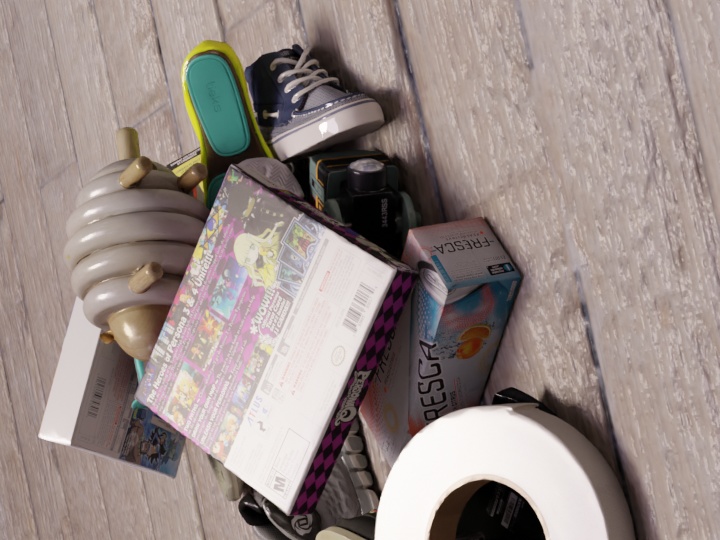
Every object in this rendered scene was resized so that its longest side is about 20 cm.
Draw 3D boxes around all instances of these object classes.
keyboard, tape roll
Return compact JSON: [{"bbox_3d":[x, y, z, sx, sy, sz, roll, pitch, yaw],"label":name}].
[{"bbox_3d":[0.109,0.159,1.482,0.104,0.040,0.201,36,135,24],"label":"keyboard"},{"bbox_3d":[0.097,0.193,1.395,0.202,0.037,0.205,-1,89,39],"label":"tape roll"}]

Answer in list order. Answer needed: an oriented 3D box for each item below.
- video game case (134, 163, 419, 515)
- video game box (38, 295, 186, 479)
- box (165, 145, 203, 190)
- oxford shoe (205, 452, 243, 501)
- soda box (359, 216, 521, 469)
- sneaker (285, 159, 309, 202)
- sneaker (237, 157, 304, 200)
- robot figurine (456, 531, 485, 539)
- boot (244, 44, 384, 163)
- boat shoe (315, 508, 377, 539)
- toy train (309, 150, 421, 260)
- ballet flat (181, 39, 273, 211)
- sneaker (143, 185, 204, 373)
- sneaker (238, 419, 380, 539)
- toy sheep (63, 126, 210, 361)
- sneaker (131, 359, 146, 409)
[{"bbox_3d":[-0.066,0.049,1.494,0.181,0.036,0.201,31,104,35],"label":"video game case"},{"bbox_3d":[-0.207,0.078,1.870,0.047,0.182,0.202,9,79,31],"label":"video game box"},{"bbox_3d":[-0.116,-0.019,1.780,0.075,0.050,0.201,51,-166,-44],"label":"box"},{"bbox_3d":[-0.122,0.157,1.940,0.075,0.057,0.201,57,162,33],"label":"oxford shoe"},{"bbox_3d":[0.056,0.057,1.502,0.069,0.063,0.201,59,149,37],"label":"soda box"},{"bbox_3d":[-0.074,-0.039,1.733,0.077,0.075,0.201,101,155,-58],"label":"sneaker"},{"bbox_3d":[-0.076,0.018,1.607,0.112,0.077,0.202,99,166,-67],"label":"sneaker"},{"bbox_3d":[0.074,0.289,1.491,0.145,0.058,0.201,42,126,17],"label":"robot figurine"},{"bbox_3d":[-0.047,-0.140,1.629,0.200,0.072,0.091,-13,93,66],"label":"boot"},{"bbox_3d":[0.052,0.247,1.585,0.201,0.063,0.074,28,128,42],"label":"boat shoe"},{"bbox_3d":[0.000,0.000,1.589,0.114,0.085,0.202,-124,30,-63],"label":"toy train"},{"bbox_3d":[-0.102,-0.093,1.659,0.067,0.066,0.202,-85,-16,-73],"label":"ballet flat"},{"bbox_3d":[-0.180,0.020,1.713,0.077,0.081,0.202,-15,70,63],"label":"sneaker"},{"bbox_3d":[-0.057,0.165,1.725,0.201,0.115,0.075,68,153,23],"label":"sneaker"},{"bbox_3d":[-0.174,-0.023,1.618,0.138,0.137,0.202,132,138,-60],"label":"toy sheep"},{"bbox_3d":[-0.143,0.104,1.812,0.201,0.120,0.084,60,-170,-16],"label":"sneaker"}]
